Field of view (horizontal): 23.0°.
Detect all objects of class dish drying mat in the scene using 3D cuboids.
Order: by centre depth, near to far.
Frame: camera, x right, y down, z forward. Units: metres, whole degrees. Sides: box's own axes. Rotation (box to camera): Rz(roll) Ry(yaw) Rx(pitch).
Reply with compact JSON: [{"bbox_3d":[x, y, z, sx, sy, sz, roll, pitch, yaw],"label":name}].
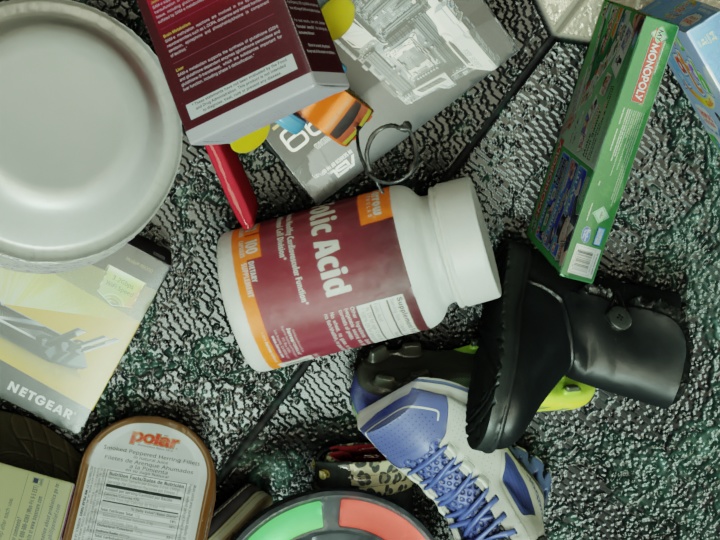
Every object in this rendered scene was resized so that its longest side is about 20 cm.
[{"bbox_3d":[-0.124,-0.130,1.347,0.018,0.077,0.200,-21,104,5],"label":"dish drying mat"}]

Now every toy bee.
[{"bbox_3d":[-0.039,-0.124,1.303,0.131,0.109,0.200,-31,79,11],"label":"toy bee"}]

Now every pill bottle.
[{"bbox_3d":[0.000,0.000,1.357,0.200,0.114,0.114,-15,105,7],"label":"pill bottle"}]

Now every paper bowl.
[{"bbox_3d":[-0.230,-0.102,1.297,0.201,0.104,0.201,2,81,-16],"label":"paper bowl"}]

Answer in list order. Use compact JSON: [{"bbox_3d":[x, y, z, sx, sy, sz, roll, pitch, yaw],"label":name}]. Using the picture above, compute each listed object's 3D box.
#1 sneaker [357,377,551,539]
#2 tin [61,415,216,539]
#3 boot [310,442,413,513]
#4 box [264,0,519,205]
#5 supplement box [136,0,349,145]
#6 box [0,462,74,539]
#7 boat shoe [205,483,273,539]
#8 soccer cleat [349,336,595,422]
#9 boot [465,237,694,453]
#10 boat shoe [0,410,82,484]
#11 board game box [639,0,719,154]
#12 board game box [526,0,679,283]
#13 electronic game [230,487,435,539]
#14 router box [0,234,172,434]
[{"bbox_3d":[0.090,0.174,1.387,0.081,0.115,0.199,-34,128,23],"label":"sneaker"},{"bbox_3d":[-0.174,0.206,1.377,0.112,0.042,0.200,13,58,-6],"label":"tin"},{"bbox_3d":[-0.043,0.222,1.439,0.203,0.073,0.154,-5,105,-13],"label":"boot"},{"bbox_3d":[-0.004,-0.173,1.361,0.200,0.050,0.158,-37,103,4],"label":"box"},{"bbox_3d":[-0.097,-0.199,1.228,0.109,0.061,0.200,-22,86,24],"label":"supplement box"},{"bbox_3d":[-0.342,0.223,1.362,0.200,0.097,0.176,18,134,-9],"label":"box"},{"bbox_3d":[-0.159,0.238,1.437,0.200,0.072,0.065,-44,71,-2],"label":"boat shoe"},{"bbox_3d":[0.090,0.099,1.440,0.200,0.065,0.084,0,133,-10],"label":"soccer cleat"},{"bbox_3d":[0.175,0.074,1.377,0.168,0.200,0.076,18,138,-7],"label":"boot"},{"bbox_3d":[-0.294,0.153,1.410,0.200,0.072,0.068,33,132,-20],"label":"boat shoe"},{"bbox_3d":[0.291,-0.115,1.351,0.037,0.151,0.200,-31,104,4],"label":"board game box"},{"bbox_3d":[0.182,-0.102,1.352,0.029,0.135,0.200,16,102,-8],"label":"board game box"},{"bbox_3d":[-0.024,0.268,1.395,0.200,0.042,0.200,-2,101,-12],"label":"electronic game"},{"bbox_3d":[-0.270,0.013,1.379,0.200,0.052,0.157,27,99,-11],"label":"router box"}]
